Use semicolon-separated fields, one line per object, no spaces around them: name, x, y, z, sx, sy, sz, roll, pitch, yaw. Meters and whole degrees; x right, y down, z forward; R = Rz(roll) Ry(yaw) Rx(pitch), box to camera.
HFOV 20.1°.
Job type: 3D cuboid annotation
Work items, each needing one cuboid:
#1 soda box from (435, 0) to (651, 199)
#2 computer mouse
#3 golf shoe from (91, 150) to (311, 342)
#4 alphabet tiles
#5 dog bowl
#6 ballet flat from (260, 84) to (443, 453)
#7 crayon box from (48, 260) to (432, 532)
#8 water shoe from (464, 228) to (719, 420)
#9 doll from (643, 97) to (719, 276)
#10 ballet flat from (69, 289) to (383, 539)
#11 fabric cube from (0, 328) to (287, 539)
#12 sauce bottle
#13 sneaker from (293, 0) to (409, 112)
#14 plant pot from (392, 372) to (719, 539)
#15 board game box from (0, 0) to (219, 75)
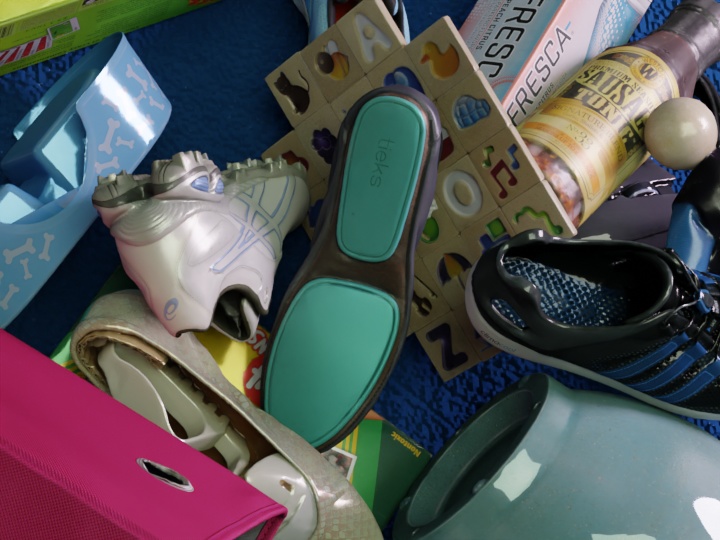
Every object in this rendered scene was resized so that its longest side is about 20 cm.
soda box;0.090;-0.109;1.172;0.200;0.063;0.068;-58;136;-22
computer mouse;0.137;-0.054;1.182;0.199;0.046;0.141;-21;53;-1
golf shoe;-0.075;-0.009;1.070;0.078;0.200;0.098;-18;87;21
alphabet tiles;0.028;-0.043;1.112;0.006;0.166;0.200;-28;86;-46
dog bowl;-0.174;-0.037;1.080;0.050;0.111;0.200;43;69;-18
ballet flat;0.000;0.000;1.074;0.073;0.073;0.201;15;97;-12
crayon box;-0.092;0.112;1.091;0.200;0.058;0.173;37;71;-5
water shoe;0.153;0.028;1.022;0.199;0.079;0.072;10;72;-10
doll;0.219;-0.008;1.100;0.136;0.048;0.200;-37;96;-10
ballet flat;-0.073;0.094;1.032;0.200;0.062;0.067;44;114;3
fabric cube;-0.178;0.143;0.901;0.199;0.196;0.200;32;95;9
sauce bottle;0.143;-0.091;1.140;0.066;0.066;0.200;46;55;-2
sneaker;-0.001;-0.167;1.164;0.078;0.090;0.201;-10;80;-17
plant pot;0.102;0.139;1.057;0.134;0.200;0.200;44;70;-9
board game box;-0.138;-0.164;1.119;0.200;0.102;0.048;-22;84;-19
